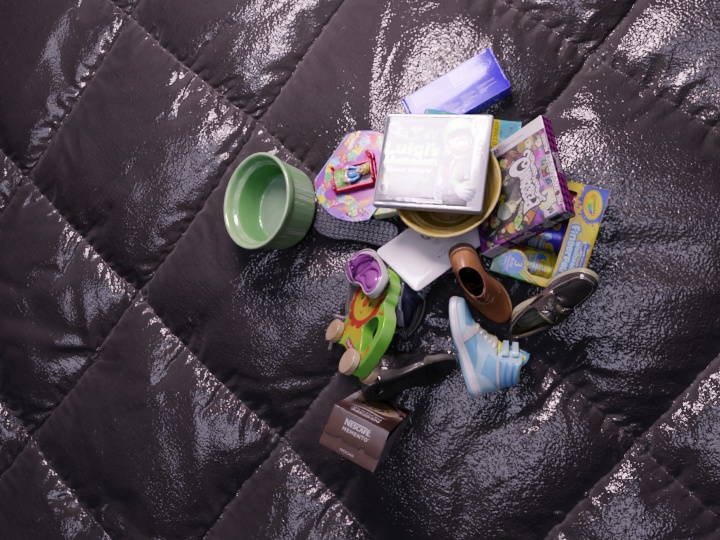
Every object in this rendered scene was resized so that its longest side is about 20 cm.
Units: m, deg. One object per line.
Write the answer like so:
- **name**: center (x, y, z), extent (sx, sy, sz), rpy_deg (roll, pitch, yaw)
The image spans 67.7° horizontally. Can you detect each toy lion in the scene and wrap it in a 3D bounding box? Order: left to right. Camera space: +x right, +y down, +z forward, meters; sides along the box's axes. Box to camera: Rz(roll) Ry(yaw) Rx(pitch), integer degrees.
- **toy lion**: center (0.019, 0.089, 1.031), extent (0.068, 0.200, 0.192), rpy_deg (29, 101, -23)

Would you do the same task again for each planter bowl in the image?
- **planter bowl**: center (0.164, -0.147, 1.007), extent (0.199, 0.083, 0.202), rpy_deg (-4, 75, 17)

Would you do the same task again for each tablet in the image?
- **tablet**: center (0.145, -0.055, 1.044), extent (0.199, 0.014, 0.130), rpy_deg (-35, 55, -13)

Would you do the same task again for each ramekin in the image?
- **ramekin**: center (-0.189, -0.139, 1.137), extent (0.199, 0.097, 0.202), rpy_deg (-5, 82, 37)

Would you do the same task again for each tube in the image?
- **tube**: center (0.219, -0.273, 1.052), extent (0.199, 0.050, 0.078), rpy_deg (9, 83, -6)

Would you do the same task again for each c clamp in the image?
- **c clamp**: center (0.037, 0.093, 1.124), extent (0.199, 0.027, 0.172), rpy_deg (5, 83, 18)

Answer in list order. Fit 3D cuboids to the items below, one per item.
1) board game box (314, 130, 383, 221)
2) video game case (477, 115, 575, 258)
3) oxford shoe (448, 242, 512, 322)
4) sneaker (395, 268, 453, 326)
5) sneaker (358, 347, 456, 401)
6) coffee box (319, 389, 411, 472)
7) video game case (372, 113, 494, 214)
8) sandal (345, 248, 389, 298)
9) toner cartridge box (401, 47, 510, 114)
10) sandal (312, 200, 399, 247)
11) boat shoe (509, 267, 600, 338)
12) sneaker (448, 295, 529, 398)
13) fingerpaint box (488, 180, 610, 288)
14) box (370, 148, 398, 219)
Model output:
- **board game box**: center (-0.010, -0.203, 1.096), extent (0.158, 0.039, 0.201), rpy_deg (35, 88, 22)
- **video game case**: center (0.282, -0.149, 0.974), extent (0.181, 0.036, 0.201), rpy_deg (-31, 54, 46)
- **oxford shoe**: center (0.224, 0.042, 0.998), extent (0.071, 0.072, 0.200), rpy_deg (-30, 122, 23)
- **sneaker**: center (0.133, 0.018, 1.061), extent (0.108, 0.070, 0.201), rpy_deg (8, 76, 16)
- **sneaker**: center (0.086, 0.182, 1.073), extent (0.198, 0.077, 0.114), rpy_deg (-15, 40, -7)
- **coffee box**: center (0.016, 0.296, 1.025), extent (0.112, 0.200, 0.080), rpy_deg (24, 94, 16)
- **video game case**: center (0.130, -0.196, 0.972), extent (0.199, 0.023, 0.183), rpy_deg (6, 79, 18)
- **sandal**: center (0.004, -0.006, 1.057), extent (0.050, 0.203, 0.083), rpy_deg (32, 91, -23)
- **toner cartridge box**: center (0.193, -0.352, 1.089), extent (0.199, 0.043, 0.095), rpy_deg (-27, 78, 13)
- **sandal**: center (-0.014, -0.094, 1.143), extent (0.199, 0.045, 0.076), rpy_deg (17, 97, 2)
- **boat shoe**: center (0.341, 0.068, 0.958), extent (0.072, 0.066, 0.201), rpy_deg (38, 140, -5)
- **sneaker**: center (0.248, 0.135, 1.030), extent (0.130, 0.080, 0.201), rpy_deg (-15, 92, 17)
- **fingerpaint box**: center (0.352, -0.069, 1.010), extent (0.166, 0.073, 0.201), rpy_deg (18, 92, 17)
- **box**: center (0.117, -0.191, 1.094), extent (0.199, 0.036, 0.145), rpy_deg (-9, 74, 16)
